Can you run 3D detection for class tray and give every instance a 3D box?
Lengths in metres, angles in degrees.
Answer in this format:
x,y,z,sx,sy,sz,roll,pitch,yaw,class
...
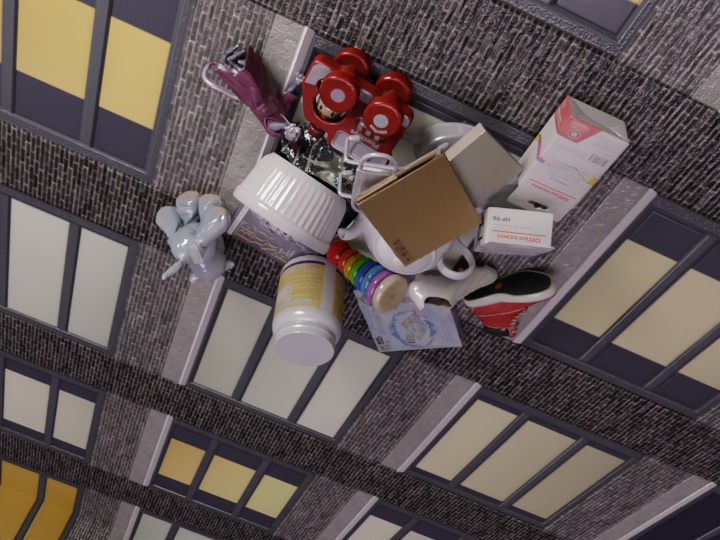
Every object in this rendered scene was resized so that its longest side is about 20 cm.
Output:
x,y,z,sx,sy,sz,roll,pitch,yaw,class
0.235,-0.137,1.342,0.199,0.022,0.108,7,136,-16,tray

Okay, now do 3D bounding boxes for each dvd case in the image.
x,y,z,sx,sy,sz,roll,pitch,yaw,class
-0.173,-0.079,1.562,0.200,0.016,0.149,31,134,-14,dvd case

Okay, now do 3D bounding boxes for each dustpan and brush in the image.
x,y,z,sx,sy,sz,roll,pitch,yaw,class
0.123,-0.219,1.326,0.199,0.057,0.140,15,131,-8,dustpan and brush

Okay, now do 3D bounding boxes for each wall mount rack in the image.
x,y,z,sx,sy,sz,roll,pitch,yaw,class
0.052,-0.165,1.259,0.173,0.075,0.200,7,156,-4,wall mount rack

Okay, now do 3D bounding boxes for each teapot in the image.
x,y,z,sx,sy,sz,roll,pitch,yaw,class
0.093,-0.061,1.413,0.199,0.146,0.198,-15,128,27,teapot

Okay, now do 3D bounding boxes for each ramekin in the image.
x,y,z,sx,sy,sz,roll,pitch,yaw,class
-0.120,-0.127,1.341,0.200,0.200,0.105,32,93,-16,ramekin

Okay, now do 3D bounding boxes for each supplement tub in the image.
x,y,z,sx,sy,sz,roll,pitch,yaw,class
-0.108,0.084,1.558,0.145,0.201,0.146,3,140,2,supplement tub

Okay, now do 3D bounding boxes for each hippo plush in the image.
x,y,z,sx,sy,sz,roll,pitch,yaw,class
-0.315,-0.054,1.535,0.159,0.201,0.161,-24,146,6,hippo plush

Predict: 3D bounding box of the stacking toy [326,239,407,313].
x,y,z,sx,sy,sz,roll,pitch,yaw,class
0.000,0.000,1.493,0.200,0.085,0.086,38,147,35,stacking toy

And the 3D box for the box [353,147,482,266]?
x,y,z,sx,sy,sz,roll,pitch,yaw,class
0.103,-0.101,1.254,0.163,0.021,0.200,-30,139,10,box

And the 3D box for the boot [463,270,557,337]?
x,y,z,sx,sy,sz,roll,pitch,yaw,class
0.330,0.078,1.535,0.199,0.073,0.144,-12,129,36,boot

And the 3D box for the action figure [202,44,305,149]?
x,y,z,sx,sy,sz,roll,pitch,yaw,class
-0.172,-0.285,1.282,0.148,0.134,0.200,-17,124,30,action figure

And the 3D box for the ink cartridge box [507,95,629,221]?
x,y,z,sx,sy,sz,roll,pitch,yaw,class
0.348,-0.185,1.271,0.116,0.068,0.200,21,134,-12,ink cartridge box

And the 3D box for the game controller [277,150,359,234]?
x,y,z,sx,sy,sz,roll,pitch,yaw,class
-0.096,-0.152,1.452,0.200,0.042,0.104,34,133,-17,game controller

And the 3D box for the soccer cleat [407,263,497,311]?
x,y,z,sx,sy,sz,roll,pitch,yaw,class
0.189,0.038,1.482,0.199,0.078,0.069,-8,152,-20,soccer cleat

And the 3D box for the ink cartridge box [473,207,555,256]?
x,y,z,sx,sy,sz,roll,pitch,yaw,class
0.272,-0.068,1.319,0.115,0.068,0.200,6,178,1,ink cartridge box

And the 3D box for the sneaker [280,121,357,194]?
x,y,z,sx,sy,sz,roll,pitch,yaw,class
-0.064,-0.196,1.377,0.200,0.086,0.078,39,92,4,sneaker

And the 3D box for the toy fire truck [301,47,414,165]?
x,y,z,sx,sy,sz,roll,pitch,yaw,class
-0.014,-0.268,1.265,0.199,0.112,0.168,28,133,-10,toy fire truck

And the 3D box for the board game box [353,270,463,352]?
x,y,z,sx,sy,sz,roll,pitch,yaw,class
0.109,0.094,1.629,0.198,0.043,0.200,-5,131,21,board game box

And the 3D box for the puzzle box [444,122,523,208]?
x,y,z,sx,sy,sz,roll,pitch,yaw,class
0.165,-0.148,1.268,0.200,0.025,0.133,-39,137,19,puzzle box
